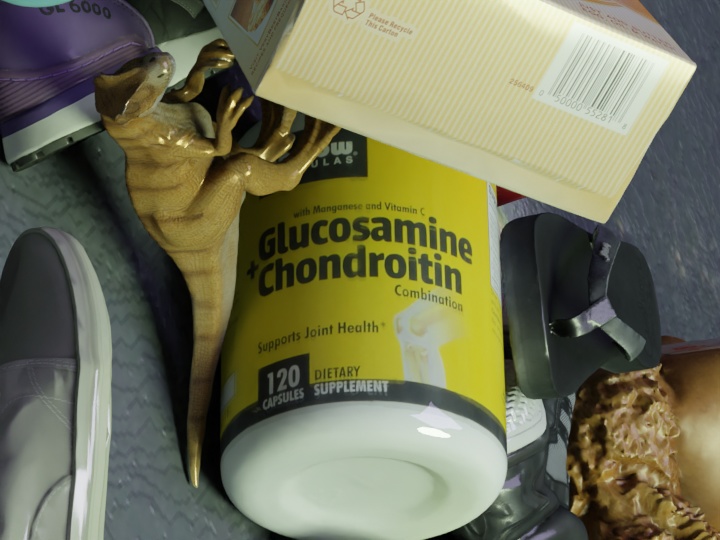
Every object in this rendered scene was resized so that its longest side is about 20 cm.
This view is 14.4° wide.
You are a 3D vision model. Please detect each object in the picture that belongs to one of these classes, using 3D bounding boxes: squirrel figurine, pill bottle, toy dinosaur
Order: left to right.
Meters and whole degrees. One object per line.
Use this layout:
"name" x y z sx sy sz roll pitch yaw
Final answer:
"toy dinosaur" -0.058 -0.026 1.044 0.106 0.060 0.200 -37 142 -19
"pill bottle" 0.000 0.000 1.133 0.112 0.112 0.201 38 42 -48
"squirrel figurine" 0.158 0.132 1.367 0.200 0.141 0.188 -11 95 -49

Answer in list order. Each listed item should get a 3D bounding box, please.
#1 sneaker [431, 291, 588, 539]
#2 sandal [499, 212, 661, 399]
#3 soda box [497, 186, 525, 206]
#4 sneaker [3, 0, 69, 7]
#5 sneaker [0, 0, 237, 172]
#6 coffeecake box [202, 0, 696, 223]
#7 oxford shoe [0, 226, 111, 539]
"sneaker" 0.067 0.081 1.263 0.200 0.075 0.114 -52 131 -66
"sandal" 0.102 0.011 1.214 0.200 0.043 0.076 -8 89 -69
"soda box" 0.018 -0.098 1.271 0.200 0.070 0.064 38 43 -47
"sneaker" -0.168 -0.179 0.982 0.200 0.080 0.131 40 16 -22
"sneaker" -0.084 -0.109 1.087 0.088 0.076 0.200 64 28 -5
"coffeecake box" 0.013 -0.116 1.066 0.153 0.073 0.200 19 22 -28
"oxford shoe" -0.117 0.068 0.931 0.058 0.075 0.201 12 55 -19
